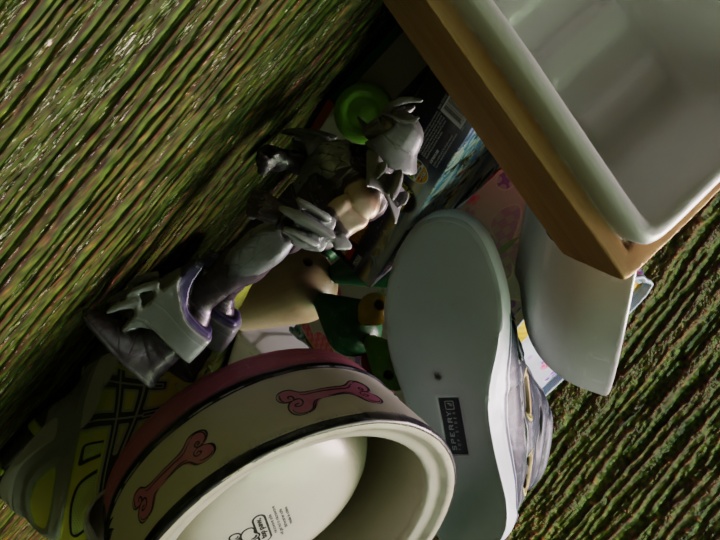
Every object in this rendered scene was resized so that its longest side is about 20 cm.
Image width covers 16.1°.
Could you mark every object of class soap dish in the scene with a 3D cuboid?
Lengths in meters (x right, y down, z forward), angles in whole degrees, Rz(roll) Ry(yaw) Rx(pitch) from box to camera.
[{"bbox_3d":[0.112,-0.116,1.268,0.157,0.201,0.081,-42,-169,-30],"label":"soap dish"}]

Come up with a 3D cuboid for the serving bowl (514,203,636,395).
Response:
[{"bbox_3d":[0.125,-0.035,1.424,0.200,0.065,0.202,11,90,-87],"label":"serving bowl"}]

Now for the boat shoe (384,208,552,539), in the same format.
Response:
[{"bbox_3d":[0.063,0.051,1.435,0.091,0.070,0.202,-46,135,-60],"label":"boat shoe"}]

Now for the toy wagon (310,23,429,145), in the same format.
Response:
[{"bbox_3d":[0.050,-0.126,1.417,0.200,0.040,0.155,-48,173,6],"label":"toy wagon"}]

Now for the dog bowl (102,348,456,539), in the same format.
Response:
[{"bbox_3d":[-0.051,0.125,1.378,0.199,0.074,0.201,-22,145,-17],"label":"dog bowl"}]

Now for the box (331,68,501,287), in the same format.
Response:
[{"bbox_3d":[0.064,-0.086,1.400,0.137,0.040,0.200,-41,171,-32],"label":"box"}]

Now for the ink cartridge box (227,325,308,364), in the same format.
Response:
[{"bbox_3d":[-0.037,0.059,1.818,0.117,0.067,0.200,-44,172,-19],"label":"ink cartridge box"}]

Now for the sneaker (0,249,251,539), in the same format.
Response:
[{"bbox_3d":[-0.116,0.071,1.405,0.200,0.076,0.075,-50,170,19],"label":"sneaker"}]

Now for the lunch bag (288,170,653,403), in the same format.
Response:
[{"bbox_3d":[0.058,0.013,1.639,0.200,0.170,0.127,-47,148,16],"label":"lunch bag"}]

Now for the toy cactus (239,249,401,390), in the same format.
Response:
[{"bbox_3d":[0.000,0.000,1.538,0.164,0.201,0.102,-18,146,22],"label":"toy cactus"}]

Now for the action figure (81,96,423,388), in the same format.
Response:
[{"bbox_3d":[-0.043,-0.021,1.291,0.200,0.069,0.130,-40,-174,12],"label":"action figure"}]
